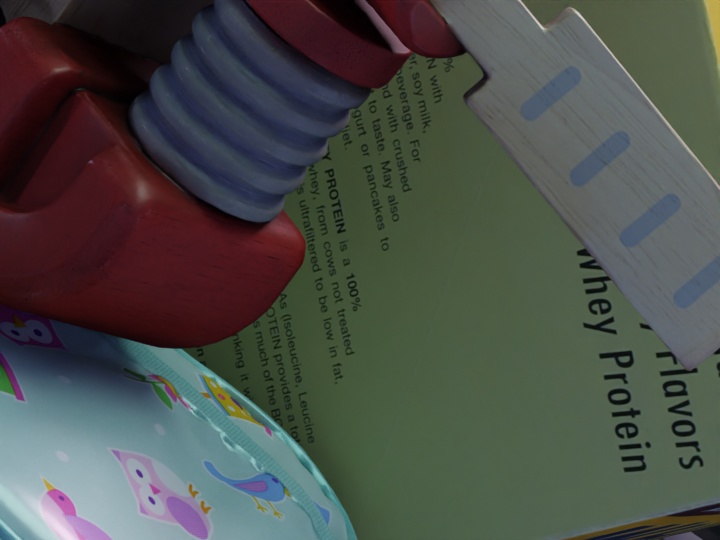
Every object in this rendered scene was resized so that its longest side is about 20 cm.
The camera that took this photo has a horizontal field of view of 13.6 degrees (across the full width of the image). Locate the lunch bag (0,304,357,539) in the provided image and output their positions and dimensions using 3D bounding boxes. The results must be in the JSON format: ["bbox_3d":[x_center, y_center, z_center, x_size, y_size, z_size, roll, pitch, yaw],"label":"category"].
[{"bbox_3d":[-0.101,0.044,0.775,0.200,0.077,0.160,42,24,5],"label":"lunch bag"}]

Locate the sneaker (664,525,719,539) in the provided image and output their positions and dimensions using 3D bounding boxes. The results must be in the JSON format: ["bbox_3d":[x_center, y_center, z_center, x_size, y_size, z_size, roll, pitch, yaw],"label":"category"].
[{"bbox_3d":[0.148,0.097,1.010,0.201,0.073,0.080,58,0,4],"label":"sneaker"}]

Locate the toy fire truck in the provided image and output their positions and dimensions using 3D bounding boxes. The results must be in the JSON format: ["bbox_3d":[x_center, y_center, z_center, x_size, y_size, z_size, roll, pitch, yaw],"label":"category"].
[{"bbox_3d":[-0.010,-0.040,0.741,0.128,0.176,0.200,18,26,-48],"label":"toy fire truck"}]

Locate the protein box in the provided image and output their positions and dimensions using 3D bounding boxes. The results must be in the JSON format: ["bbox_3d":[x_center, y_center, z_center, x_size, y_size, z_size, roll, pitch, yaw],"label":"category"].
[{"bbox_3d":[0.051,-0.018,0.870,0.135,0.199,0.200,0,76,-55],"label":"protein box"}]
